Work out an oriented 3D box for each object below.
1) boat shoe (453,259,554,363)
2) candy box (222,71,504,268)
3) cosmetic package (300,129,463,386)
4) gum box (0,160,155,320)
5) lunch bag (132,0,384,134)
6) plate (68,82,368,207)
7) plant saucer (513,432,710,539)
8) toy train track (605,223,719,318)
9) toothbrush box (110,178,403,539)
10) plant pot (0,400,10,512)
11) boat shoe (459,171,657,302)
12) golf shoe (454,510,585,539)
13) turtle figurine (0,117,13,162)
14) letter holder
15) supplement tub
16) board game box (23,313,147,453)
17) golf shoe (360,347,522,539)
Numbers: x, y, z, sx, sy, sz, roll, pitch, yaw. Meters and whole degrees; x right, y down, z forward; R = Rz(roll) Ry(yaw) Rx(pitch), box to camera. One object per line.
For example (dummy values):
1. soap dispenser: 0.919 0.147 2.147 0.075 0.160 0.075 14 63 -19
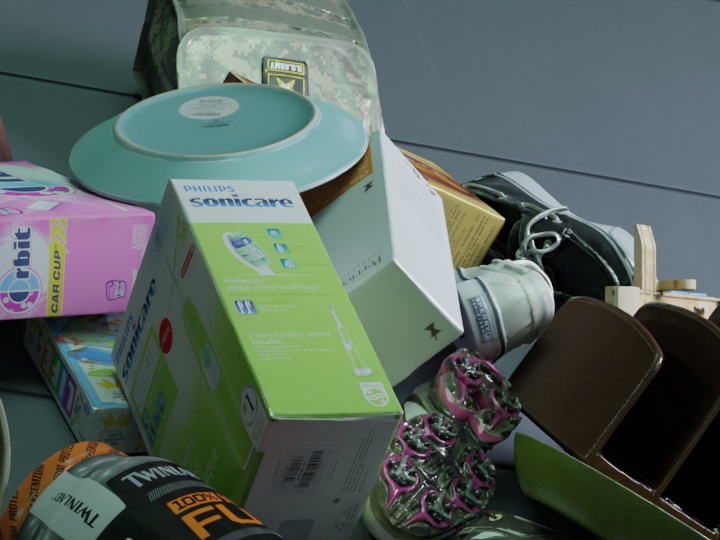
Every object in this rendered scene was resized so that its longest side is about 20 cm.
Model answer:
1. boat shoe: 0.094 0.024 1.739 0.070 0.071 0.200 -18 -2 -4
2. candy box: -0.007 -0.068 1.889 0.200 0.057 0.117 24 10 -35
3. cosmetic package: 0.000 0.000 1.683 0.071 0.101 0.200 47 15 -22
4. gum box: -0.230 -0.023 1.703 0.113 0.066 0.200 -4 14 -33
5. lunch bag: -0.078 -0.140 2.019 0.163 0.118 0.200 5 33 -18
6. plate: -0.095 -0.090 1.735 0.199 0.026 0.200 -4 25 2
7. plant saucer: 0.167 0.160 1.527 0.200 0.031 0.200 32 -5 3
8. toy train track: 0.229 0.027 1.853 0.032 0.115 0.200 -2 -4 30
9. toothbrush box: -0.065 0.065 1.522 0.086 0.146 0.200 1 42 -25
10. plant pot: -0.307 0.079 1.409 0.187 0.188 0.200 0 15 -26
11. boat shoe: 0.135 -0.016 1.915 0.068 0.074 0.199 -7 35 -36
12. golf shoe: 0.066 0.181 1.490 0.199 0.078 0.094 10 20 -33
13. turtle figurine: -0.336 -0.130 1.790 0.144 0.194 0.200 -33 71 -23
14. letter holder: 0.186 0.064 1.605 0.100 0.142 0.200 34 2 -15
15. supplement tub: -0.090 0.176 1.354 0.200 0.123 0.122 31 30 32
16. board game box: -0.100 0.065 1.677 0.199 0.034 0.134 1 28 -26
17. golf shoe: 0.036 0.124 1.581 0.073 0.092 0.200 45 26 -2
